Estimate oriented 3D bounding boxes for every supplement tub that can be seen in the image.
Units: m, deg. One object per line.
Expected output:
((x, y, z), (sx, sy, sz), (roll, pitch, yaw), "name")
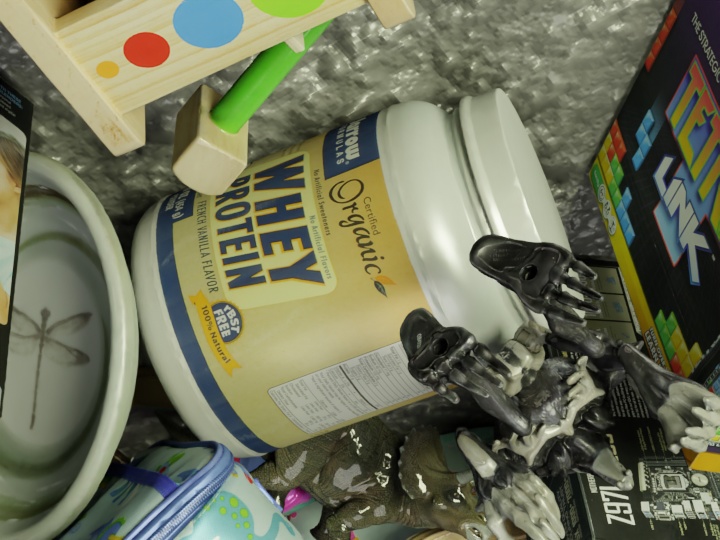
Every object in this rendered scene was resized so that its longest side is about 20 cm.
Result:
((0.000, 0.000, 0.752), (0.199, 0.145, 0.145), (-21, 137, 13), "supplement tub")

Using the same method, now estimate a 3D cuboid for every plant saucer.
((-0.168, 0.041, 0.751), (0.050, 0.201, 0.200), (7, 141, -48), "plant saucer")

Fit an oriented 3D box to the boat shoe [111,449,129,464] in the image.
((-0.127, 0.149, 0.858), (0.072, 0.076, 0.200), (-19, 121, 46), "boat shoe")

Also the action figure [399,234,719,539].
((0.091, 0.068, 0.669), (0.119, 0.102, 0.200), (-41, 145, 0), "action figure")

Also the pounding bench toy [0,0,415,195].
((-0.048, -0.133, 0.612), (0.156, 0.125, 0.200), (-21, 136, 14), "pounding bench toy")

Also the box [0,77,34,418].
((-0.216, 0.000, 0.678), (0.116, 0.200, 0.060), (-29, 133, 24), "box")

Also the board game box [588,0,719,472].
((0.183, -0.032, 0.702), (0.057, 0.200, 0.166), (3, 137, -16), "board game box")

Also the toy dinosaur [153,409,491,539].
((-0.020, 0.108, 0.851), (0.200, 0.077, 0.102), (29, 94, -4), "toy dinosaur")

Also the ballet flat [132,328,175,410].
((-0.144, 0.043, 0.839), (0.199, 0.069, 0.063), (0, 124, -11), "ballet flat")

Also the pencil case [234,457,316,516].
((-0.103, 0.152, 0.949), (0.200, 0.089, 0.088), (-38, 130, 27), "pencil case")

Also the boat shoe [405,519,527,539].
((0.115, 0.165, 0.868), (0.199, 0.074, 0.069), (-4, 154, -14), "boat shoe")

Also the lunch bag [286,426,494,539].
((0.049, 0.199, 0.956), (0.199, 0.171, 0.122), (-5, 138, -11), "lunch bag")

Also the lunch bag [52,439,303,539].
((-0.114, 0.153, 0.717), (0.161, 0.200, 0.083), (-43, 98, -15), "lunch bag")

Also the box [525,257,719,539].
((0.174, 0.097, 0.843), (0.163, 0.200, 0.086), (4, 137, -13), "box")
